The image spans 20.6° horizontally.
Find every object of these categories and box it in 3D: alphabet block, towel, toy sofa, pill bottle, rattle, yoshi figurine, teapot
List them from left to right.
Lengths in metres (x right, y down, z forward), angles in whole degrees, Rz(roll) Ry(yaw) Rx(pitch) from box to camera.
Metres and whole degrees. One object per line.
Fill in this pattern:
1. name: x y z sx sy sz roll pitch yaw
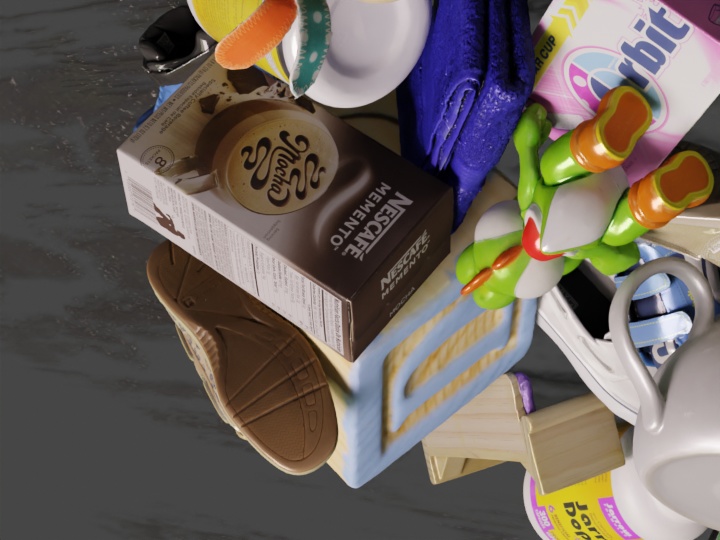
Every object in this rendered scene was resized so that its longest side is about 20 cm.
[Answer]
1. pill bottle: -0.049 -0.190 1.318 0.200 0.112 0.112 35 161 48
2. alphabet block: 0.000 0.000 1.453 0.200 0.195 0.197 43 154 23
3. rattle: 0.004 -0.205 1.154 0.142 0.200 0.131 -5 128 55
4. towel: 0.061 -0.129 1.288 0.049 0.149 0.200 0 155 -13
5. toy sofa: 0.123 0.121 1.607 0.200 0.082 0.099 -9 96 65
6. yoshi figurine: 0.137 -0.043 1.263 0.111 0.113 0.200 9 152 -29
7. pill bottle: 0.225 0.175 1.617 0.104 0.105 0.200 43 153 -14
8. teapot: 0.276 0.086 1.317 0.196 0.147 0.200 5 155 23

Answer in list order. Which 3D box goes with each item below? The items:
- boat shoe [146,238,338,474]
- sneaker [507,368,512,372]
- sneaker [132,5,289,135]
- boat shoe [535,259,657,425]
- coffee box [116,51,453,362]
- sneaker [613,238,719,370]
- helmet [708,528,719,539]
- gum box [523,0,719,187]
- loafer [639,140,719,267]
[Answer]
1. boat shoe: -0.077 0.061 1.362 0.201 0.073 0.063 56 167 26
2. sneaker: 0.054 0.045 1.675 0.199 0.075 0.087 21 167 35
3. sneaker: -0.139 -0.153 1.554 0.111 0.077 0.199 43 149 -27
4. boat shoe: 0.191 0.049 1.488 0.200 0.074 0.065 39 158 -7
5. coffee box: -0.049 -0.046 1.315 0.199 0.113 0.080 32 153 20
6. sneaker: 0.221 0.021 1.397 0.200 0.082 0.074 46 155 -15
7. helmet: 0.348 0.234 1.470 0.199 0.191 0.200 35 -173 -5
8. gum box: 0.167 -0.136 1.223 0.113 0.066 0.200 35 154 2
9. loafer: 0.235 -0.034 1.296 0.199 0.076 0.069 12 139 40
